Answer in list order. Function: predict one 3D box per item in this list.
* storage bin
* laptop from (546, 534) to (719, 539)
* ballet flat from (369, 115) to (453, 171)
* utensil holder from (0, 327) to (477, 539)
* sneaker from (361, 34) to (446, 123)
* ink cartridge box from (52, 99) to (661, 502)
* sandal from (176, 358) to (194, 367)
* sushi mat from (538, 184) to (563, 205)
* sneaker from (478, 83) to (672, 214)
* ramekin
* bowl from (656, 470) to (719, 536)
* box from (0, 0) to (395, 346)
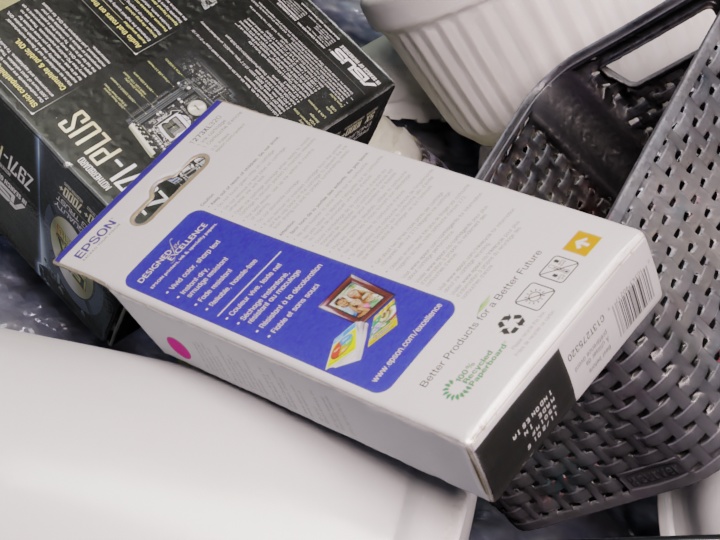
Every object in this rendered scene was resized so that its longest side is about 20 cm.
[{"bbox_3d":[0.105,-0.009,0.716,0.094,0.135,0.200,43,53,-15],"label":"storage bin"},{"bbox_3d":[0.078,0.184,0.566,0.103,0.178,0.200,18,37,34],"label":"laptop"},{"bbox_3d":[-0.031,-0.066,0.942,0.200,0.072,0.072,13,40,4],"label":"ballet flat"},{"bbox_3d":[-0.069,0.113,0.643,0.200,0.170,0.170,14,40,6],"label":"utensil holder"},{"bbox_3d":[0.069,-0.136,1.027,0.200,0.081,0.076,-18,34,-32],"label":"sneaker"},{"bbox_3d":[-0.007,0.002,0.616,0.200,0.037,0.095,22,59,38],"label":"ink cartridge box"},{"bbox_3d":[0.000,0.000,0.766,0.080,0.054,0.200,21,36,33],"label":"sandal"},{"bbox_3d":[0.008,-0.005,0.860,0.200,0.012,0.096,-14,16,-8],"label":"sushi mat"},{"bbox_3d":[0.159,-0.060,0.927,0.200,0.075,0.081,-24,47,19],"label":"sneaker"},{"bbox_3d":[0.108,-0.139,0.908,0.202,0.094,0.202,-25,14,7],"label":"ramekin"},{"bbox_3d":[0.175,0.106,0.718,0.090,0.201,0.201,-15,33,24],"label":"bowl"},{"bbox_3d":[-0.114,-0.093,0.844,0.200,0.086,0.164,45,53,12],"label":"box"}]
